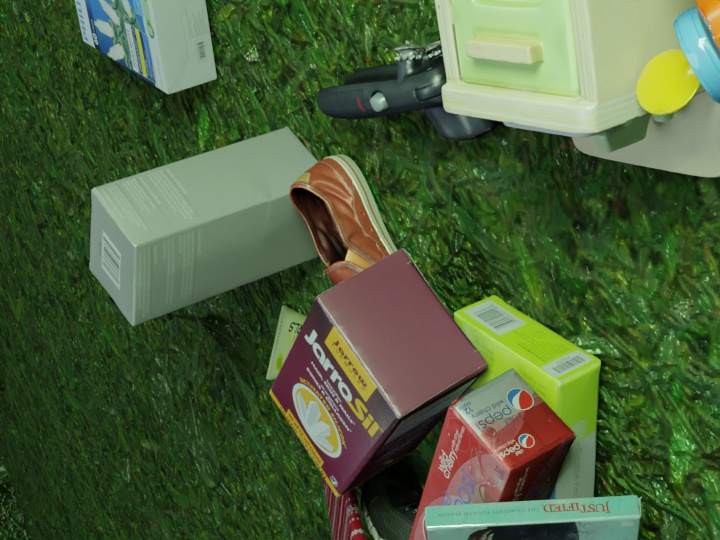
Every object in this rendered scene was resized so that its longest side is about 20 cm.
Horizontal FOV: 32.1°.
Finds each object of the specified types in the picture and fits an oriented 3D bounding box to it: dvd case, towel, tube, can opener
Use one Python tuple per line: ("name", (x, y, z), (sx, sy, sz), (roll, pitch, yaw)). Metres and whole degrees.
("dvd case", (0.122, 0.228, 0.898), (0.200, 0.145, 0.022), (84, -176, -47))
("towel", (-0.013, 0.225, 1.180), (0.145, 0.022, 0.201), (95, 166, -52))
("tube", (-0.039, 0.080, 1.187), (0.200, 0.058, 0.052), (8, 133, 60))
("can opener", (0.022, -0.130, 0.919), (0.200, 0.063, 0.079), (10, 119, 57))

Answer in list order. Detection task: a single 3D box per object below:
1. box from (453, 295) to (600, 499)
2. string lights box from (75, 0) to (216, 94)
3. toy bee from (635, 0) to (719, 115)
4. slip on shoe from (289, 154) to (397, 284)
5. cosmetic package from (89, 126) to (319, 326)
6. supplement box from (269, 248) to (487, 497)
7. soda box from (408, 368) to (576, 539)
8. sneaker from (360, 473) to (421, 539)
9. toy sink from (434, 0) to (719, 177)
("box", (0.123, 0.132, 0.947), (0.122, 0.048, 0.201), (34, 136, 47))
("string lights box", (-0.221, -0.259, 1.255), (0.200, 0.059, 0.103), (34, 138, 47))
("toy bee", (0.188, -0.137, 0.592), (0.109, 0.130, 0.200), (-80, -26, -50))
("slip on shoe", (0.000, 0.000, 1.053), (0.201, 0.061, 0.074), (64, 150, 4))
("cosmetic package", (-0.130, -0.041, 1.106), (0.090, 0.200, 0.107), (47, 143, 30))
("supplement box", (0.007, 0.085, 0.977), (0.111, 0.085, 0.200), (55, 154, 14))
("soda box", (0.090, 0.167, 0.913), (0.070, 0.063, 0.200), (48, 147, 31))
("sneaker", (0.068, 0.232, 1.102), (0.200, 0.066, 0.091), (49, 132, 46))
("toy sink", (0.118, -0.139, 0.692), (0.130, 0.112, 0.201), (22, 128, 54))
